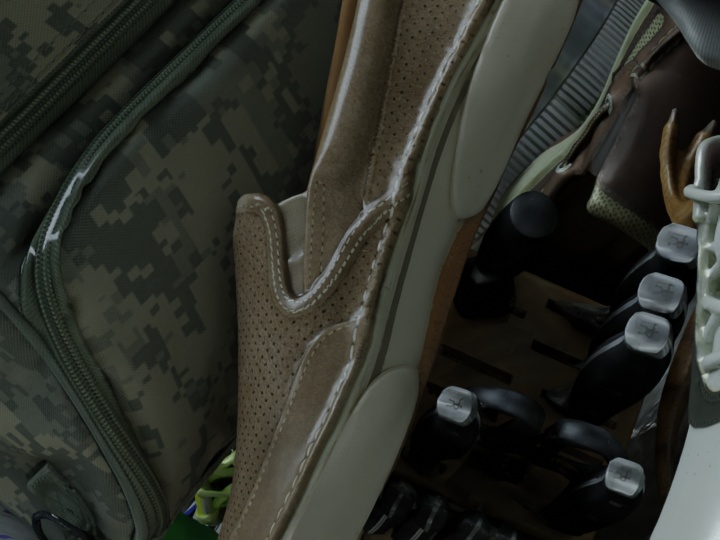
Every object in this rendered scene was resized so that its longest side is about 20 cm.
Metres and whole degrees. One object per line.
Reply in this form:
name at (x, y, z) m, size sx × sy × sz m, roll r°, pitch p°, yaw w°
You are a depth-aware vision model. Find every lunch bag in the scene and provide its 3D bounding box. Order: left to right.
lunch bag at (-0.068, -0.034, 0.690) m, size 0.200 × 0.168 × 0.139 m, roll -49°, pitch 10°, yaw -32°

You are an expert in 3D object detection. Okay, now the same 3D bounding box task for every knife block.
knife block at (0.044, 0.032, 0.685) m, size 0.200 × 0.064 × 0.176 m, roll -70°, pitch 5°, yaw -65°

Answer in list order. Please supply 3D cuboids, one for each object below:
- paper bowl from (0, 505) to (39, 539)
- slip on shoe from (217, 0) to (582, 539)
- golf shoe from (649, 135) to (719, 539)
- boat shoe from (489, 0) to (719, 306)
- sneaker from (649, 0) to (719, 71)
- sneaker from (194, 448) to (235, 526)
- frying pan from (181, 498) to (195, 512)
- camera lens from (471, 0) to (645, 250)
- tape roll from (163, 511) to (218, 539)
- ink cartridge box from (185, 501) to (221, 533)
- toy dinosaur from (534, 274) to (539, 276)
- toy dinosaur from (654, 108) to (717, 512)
paper bowl at (-0.130, 0.161, 0.723) m, size 0.201 × 0.200 × 0.104 m, roll -48°, pitch 7°, yaw 9°
slip on shoe at (-0.007, 0.000, 0.621) m, size 0.076 × 0.060 × 0.201 m, roll 175°, pitch 119°, yaw -84°
golf shoe at (0.103, 0.011, 0.577) m, size 0.200 × 0.088 × 0.077 m, roll -56°, pitch 13°, yaw -25°
boat shoe at (0.104, -0.034, 0.804) m, size 0.203 × 0.074 × 0.075 m, roll -55°, pitch 9°, yaw 45°
sneaker at (0.168, -0.120, 0.688) m, size 0.201 × 0.077 × 0.147 m, roll -9°, pitch 38°, yaw 18°
sneaker at (-0.041, 0.045, 0.855) m, size 0.075 × 0.200 × 0.077 m, roll -16°, pitch 48°, yaw 32°
frying pan at (-0.095, 0.076, 0.962) m, size 0.190 × 0.114 × 0.031 m, roll -29°, pitch 57°, yaw 49°
camera lens at (0.024, -0.086, 0.954) m, size 0.160 × 0.200 × 0.160 m, roll -48°, pitch 10°, yaw 11°
tape roll at (-0.118, 0.175, 0.893) m, size 0.200 × 0.048 × 0.201 m, roll -42°, pitch 31°, yaw 33°
ink cartridge box at (-0.043, 0.105, 1.001) m, size 0.094 × 0.044 × 0.200 m, roll -44°, pitch 11°, yaw 24°
toy dinosaur at (0.000, 0.000, 0.796) m, size 0.088 × 0.048 × 0.200 m, roll 12°, pitch 31°, yaw 37°
toy dinosaur at (0.118, -0.015, 0.684) m, size 0.200 × 0.060 × 0.106 m, roll -51°, pitch 11°, yaw -3°
